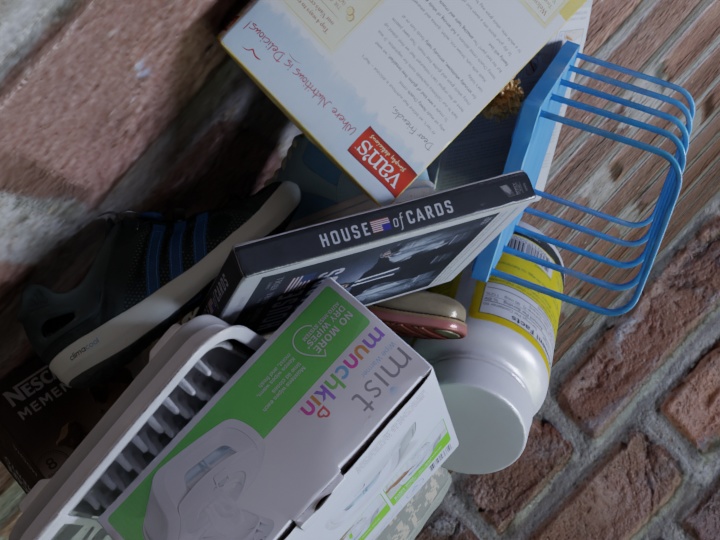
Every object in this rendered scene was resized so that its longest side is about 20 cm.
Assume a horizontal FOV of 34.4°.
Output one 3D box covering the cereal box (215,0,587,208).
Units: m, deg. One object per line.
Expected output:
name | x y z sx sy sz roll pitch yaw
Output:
cereal box | 0.032 -0.157 0.689 0.200 0.144 0.040 -45 -161 2

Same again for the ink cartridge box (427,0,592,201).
ink cartridge box | 0.111 -0.141 0.973 0.159 0.047 0.202 -16 127 -41

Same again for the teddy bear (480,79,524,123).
teddy bear | 0.076 -0.173 0.787 0.066 0.147 0.199 -11 -178 39

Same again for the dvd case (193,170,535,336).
dvd case | -0.003 -0.004 0.748 0.198 0.025 0.150 -16 165 -23

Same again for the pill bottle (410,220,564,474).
pill bottle | 0.100 0.058 0.939 0.115 0.113 0.201 -60 -175 41

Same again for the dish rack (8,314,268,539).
dish rack | -0.126 0.115 0.735 0.200 0.043 0.172 -49 155 -1

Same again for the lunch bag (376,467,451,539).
lunch bag | -0.025 0.166 0.940 0.200 0.117 0.165 -40 126 -21

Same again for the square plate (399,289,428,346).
square plate | 0.028 0.088 1.090 0.028 0.202 0.198 -4 160 -23

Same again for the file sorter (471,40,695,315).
file sorter | 0.179 -0.073 0.892 0.200 0.122 0.140 -50 157 -61

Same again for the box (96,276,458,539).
box | -0.040 0.134 0.739 0.200 0.097 0.177 -46 157 -9

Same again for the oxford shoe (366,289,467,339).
oxford shoe | 0.000 0.000 0.888 0.070 0.198 0.075 32 78 -58

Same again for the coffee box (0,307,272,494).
coffee box | -0.159 0.092 0.843 0.199 0.113 0.080 -35 160 -29

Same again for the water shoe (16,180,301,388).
water shoe | -0.125 -0.012 0.738 0.200 0.079 0.072 -39 176 -22

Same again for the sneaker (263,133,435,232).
sneaker | -0.031 -0.082 0.823 0.199 0.132 0.079 -12 178 44
